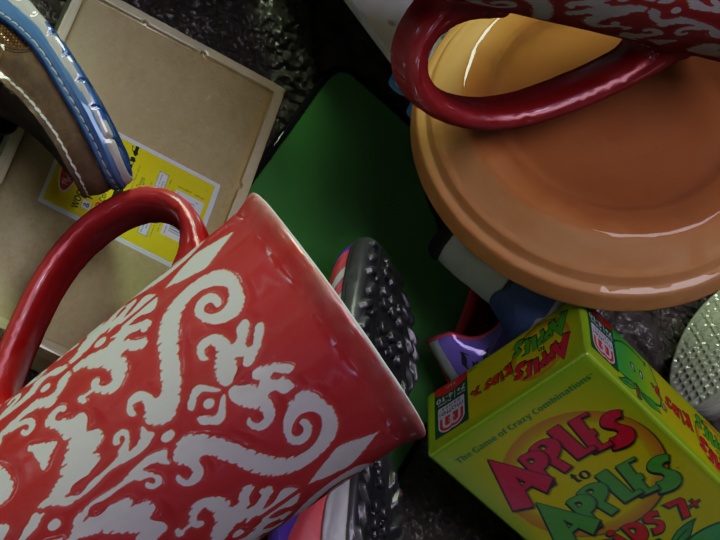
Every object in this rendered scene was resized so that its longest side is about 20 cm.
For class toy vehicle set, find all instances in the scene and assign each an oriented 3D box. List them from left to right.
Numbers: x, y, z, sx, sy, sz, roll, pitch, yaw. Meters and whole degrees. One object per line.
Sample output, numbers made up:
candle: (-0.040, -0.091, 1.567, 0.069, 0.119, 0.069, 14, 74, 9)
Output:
toy vehicle set: (-0.123, -0.037, 1.014, 0.124, 0.026, 0.201, 28, 58, -15)

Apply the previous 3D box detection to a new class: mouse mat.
mouse mat: (0.000, 0.000, 1.090, 0.161, 0.008, 0.200, 41, 54, -11)

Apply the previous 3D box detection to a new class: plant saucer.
plant saucer: (0.125, -0.074, 1.017, 0.198, 0.038, 0.201, 3, 57, -4)

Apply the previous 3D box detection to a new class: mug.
mug: (-0.096, 0.070, 0.908, 0.199, 0.178, 0.134, -37, 122, -5)
mug: (0.105, -0.160, 0.954, 0.199, 0.178, 0.134, 11, 50, -29)

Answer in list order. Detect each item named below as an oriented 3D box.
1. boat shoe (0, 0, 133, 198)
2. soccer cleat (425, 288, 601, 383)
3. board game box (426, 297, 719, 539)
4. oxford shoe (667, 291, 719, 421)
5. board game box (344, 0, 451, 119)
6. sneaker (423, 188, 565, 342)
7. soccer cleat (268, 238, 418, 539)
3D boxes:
boat shoe: (-0.184, -0.100, 0.970, 0.072, 0.072, 0.200, -36, 65, -9)
soccer cleat: (0.106, -0.001, 1.113, 0.073, 0.068, 0.200, 46, 56, -17)
board game box: (0.136, 0.112, 1.035, 0.200, 0.101, 0.048, 42, 27, -27)
oxford shoe: (0.250, 0.026, 1.197, 0.200, 0.075, 0.058, -49, 134, -33)
board game box: (0.059, -0.174, 1.145, 0.199, 0.026, 0.200, -16, 58, -34)
sneaker: (0.098, -0.060, 1.067, 0.115, 0.081, 0.200, 35, 60, 7)
soccer cleat: (-0.017, 0.074, 1.002, 0.068, 0.073, 0.201, 46, 40, -49)
